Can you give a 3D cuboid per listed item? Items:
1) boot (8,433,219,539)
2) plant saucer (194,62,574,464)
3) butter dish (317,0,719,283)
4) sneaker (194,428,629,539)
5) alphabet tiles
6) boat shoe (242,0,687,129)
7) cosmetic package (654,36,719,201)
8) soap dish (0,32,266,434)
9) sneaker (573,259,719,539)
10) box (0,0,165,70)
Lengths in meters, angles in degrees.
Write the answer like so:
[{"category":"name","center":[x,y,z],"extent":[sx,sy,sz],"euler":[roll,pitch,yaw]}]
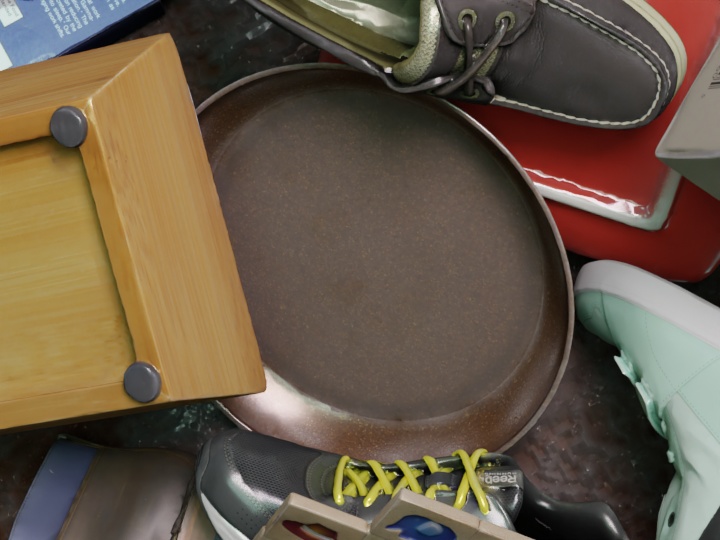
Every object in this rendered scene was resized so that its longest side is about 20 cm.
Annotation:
[{"category":"boot","center":[-0.123,0.166,0.863],"extent":[0.096,0.075,0.201],"euler":[18,64,13]},{"category":"plant saucer","center":[0.000,0.000,0.859],"extent":[0.199,0.032,0.201],"euler":[9,118,17]},{"category":"butter dish","center":[0.097,-0.125,0.865],"extent":[0.199,0.148,0.200],"euler":[18,129,4]},{"category":"sneaker","center":[0.027,0.103,0.847],"extent":[0.199,0.075,0.085],"euler":[22,124,-15]},{"category":"alphabet tiles","center":[0.046,0.147,0.807],"extent":[0.199,0.167,0.008],"euler":[22,55,-10]},{"category":"boat shoe","center":[0.029,-0.097,0.770],"extent":[0.200,0.066,0.072],"euler":[24,128,0]},{"category":"cosmetic package","center":[0.225,-0.034,0.749],"extent":[0.199,0.071,0.106],"euler":[30,86,-15]},{"category":"soap dish","center":[-0.154,-0.003,0.840],"extent":[0.199,0.081,0.158],"euler":[-10,101,22]},{"category":"sneaker","center":[0.130,0.072,0.824],"extent":[0.073,0.200,0.119],"euler":[25,95,-31]},{"category":"box","center":[-0.178,-0.143,0.922],"extent":[0.199,0.032,0.122],"euler":[-29,84,-1]}]
